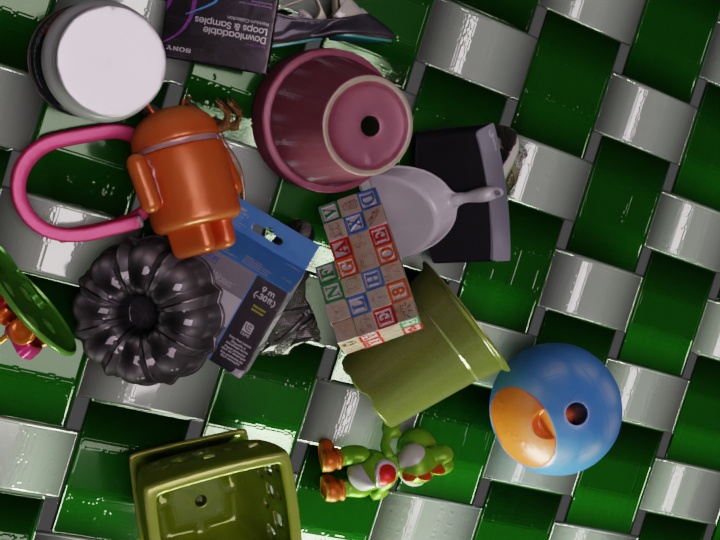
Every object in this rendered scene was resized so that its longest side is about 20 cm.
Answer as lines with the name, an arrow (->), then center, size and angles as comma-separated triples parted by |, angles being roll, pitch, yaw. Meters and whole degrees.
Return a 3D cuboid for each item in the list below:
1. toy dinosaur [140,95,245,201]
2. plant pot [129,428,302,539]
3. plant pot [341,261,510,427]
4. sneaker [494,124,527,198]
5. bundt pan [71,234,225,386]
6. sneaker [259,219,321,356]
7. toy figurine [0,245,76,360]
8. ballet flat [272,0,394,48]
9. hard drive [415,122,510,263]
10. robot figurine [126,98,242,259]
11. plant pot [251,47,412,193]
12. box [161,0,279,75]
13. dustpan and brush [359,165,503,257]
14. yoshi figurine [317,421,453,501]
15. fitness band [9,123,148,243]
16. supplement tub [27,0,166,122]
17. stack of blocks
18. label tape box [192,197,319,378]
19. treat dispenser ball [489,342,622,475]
toy dinosaur -> -0.198, -0.176, 1.458 | 0.200, 0.060, 0.106 | 37, 110, -22
plant pot -> -0.204, 0.328, 1.471 | 0.199, 0.181, 0.200 | -11, 104, -22
plant pot -> 0.081, 0.123, 1.572 | 0.190, 0.200, 0.200 | -39, 113, 0
sneaker -> 0.201, -0.112, 1.635 | 0.089, 0.077, 0.200 | 17, 100, -46
bundt pan -> -0.279, 0.056, 1.393 | 0.201, 0.076, 0.202 | 1, 95, 7
sneaker -> -0.094, 0.031, 1.525 | 0.114, 0.076, 0.200 | 22, 94, -28
toy figurine -> -0.483, 0.080, 1.338 | 0.184, 0.150, 0.200 | -38, 81, 0
ballet flat -> -0.047, -0.339, 1.478 | 0.200, 0.073, 0.073 | -7, 103, -20
hard drive -> 0.143, -0.106, 1.571 | 0.042, 0.135, 0.200 | -25, 110, -56
robot figurine -> -0.218, -0.118, 1.365 | 0.144, 0.117, 0.200 | -16, 92, -16
plant pot -> -0.025, -0.198, 1.453 | 0.200, 0.179, 0.200 | -4, 101, -23
box -> -0.174, -0.363, 1.407 | 0.143, 0.036, 0.200 | 9, 98, -3
dustpan and brush -> 0.106, -0.092, 1.547 | 0.057, 0.200, 0.140 | -38, 116, -46
yoshi figurine -> 0.036, 0.284, 1.634 | 0.200, 0.112, 0.112 | -5, 62, -9
fitness band -> -0.347, -0.112, 1.404 | 0.200, 0.037, 0.144 | -15, 105, -22
supplement tub -> -0.315, -0.249, 1.301 | 0.140, 0.200, 0.141 | -4, 101, -23
stack of blocks -> 0.000, 0.000, 1.501 | 0.115, 0.059, 0.200 | -18, 69, 4
label tape box -> -0.167, 0.019, 1.446 | 0.144, 0.063, 0.200 | 30, 97, 3
treat dispenser ball -> 0.297, 0.210, 1.660 | 0.201, 0.201, 0.201 | -5, 102, -23
